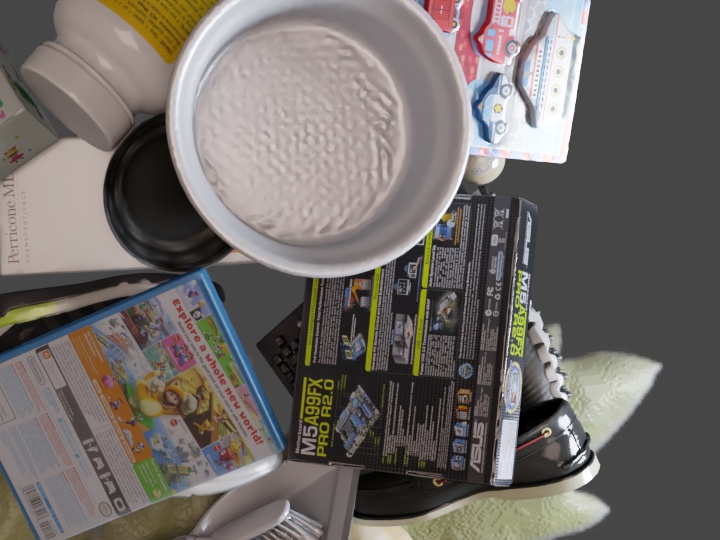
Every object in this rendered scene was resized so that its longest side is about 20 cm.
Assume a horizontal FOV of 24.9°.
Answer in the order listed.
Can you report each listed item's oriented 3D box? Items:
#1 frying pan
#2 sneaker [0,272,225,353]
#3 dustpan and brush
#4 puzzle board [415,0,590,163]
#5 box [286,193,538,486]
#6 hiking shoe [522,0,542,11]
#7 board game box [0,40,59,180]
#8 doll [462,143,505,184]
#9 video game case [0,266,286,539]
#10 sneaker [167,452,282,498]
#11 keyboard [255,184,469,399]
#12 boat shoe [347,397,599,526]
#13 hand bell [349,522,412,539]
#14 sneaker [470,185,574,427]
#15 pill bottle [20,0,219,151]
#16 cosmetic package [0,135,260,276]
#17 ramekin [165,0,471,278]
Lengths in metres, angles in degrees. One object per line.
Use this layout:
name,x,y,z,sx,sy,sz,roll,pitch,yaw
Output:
frying pan,-0.101,-0.084,1.143,0.190,0.031,0.115,-49,116,-7
sneaker,-0.193,0.051,1.210,0.199,0.072,0.083,-8,85,9
dustpan and brush,-0.101,0.205,1.217,0.200,0.140,0.057,-27,122,29
puzzle board,0.101,-0.182,1.176,0.150,0.017,0.201,3,101,-26
box,0.037,0.045,1.156,0.160,0.044,0.201,3,84,24
hiking shoe,0.052,-0.250,1.187,0.200,0.087,0.075,37,92,-4
board game box,-0.329,-0.137,1.159,0.147,0.064,0.200,-34,69,2
doll,0.041,-0.145,1.200,0.136,0.048,0.200,-38,110,0
video game case,-0.171,0.100,1.166,0.199,0.018,0.144,-23,100,11
sneaker,-0.158,0.127,1.218,0.199,0.070,0.081,0,91,-1
keyboard,0.000,0.000,1.211,0.200,0.021,0.127,-41,68,13
boat shoe,0.074,0.141,1.200,0.201,0.074,0.063,-17,106,28
hand bell,0.002,0.244,1.165,0.104,0.200,0.105,0,94,-2
sneaker,0.093,0.044,1.224,0.090,0.066,0.201,-22,91,3
pill bottle,-0.142,-0.185,1.150,0.112,0.112,0.200,41,75,-4
cosmetic package,-0.164,-0.052,1.203,0.199,0.071,0.102,-4,95,-1
ramekin,-0.034,-0.095,1.088,0.199,0.098,0.202,0,90,-12
